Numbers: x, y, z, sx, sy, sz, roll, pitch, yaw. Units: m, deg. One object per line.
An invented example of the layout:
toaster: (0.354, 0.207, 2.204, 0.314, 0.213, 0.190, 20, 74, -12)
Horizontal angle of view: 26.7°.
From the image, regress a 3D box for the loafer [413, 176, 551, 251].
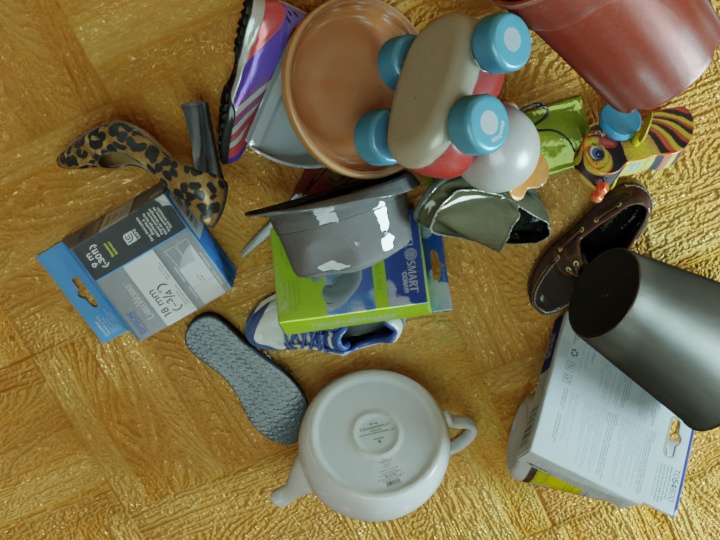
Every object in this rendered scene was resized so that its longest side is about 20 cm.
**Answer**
loafer: (0.145, -0.064, 1.701, 0.200, 0.070, 0.075, -1, 129, -41)

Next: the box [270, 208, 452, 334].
box: (0.000, 0.000, 1.764, 0.199, 0.122, 0.048, -8, 160, 5)

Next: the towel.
towel: (0.168, -0.135, 1.750, 0.199, 0.018, 0.086, -16, 115, 7)

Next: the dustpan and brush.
dustpan and brush: (-0.018, -0.164, 1.704, 0.200, 0.057, 0.140, 21, 95, -44)

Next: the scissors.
scissors: (-0.066, -0.081, 1.779, 0.073, 0.014, 0.200, 26, 111, -14)

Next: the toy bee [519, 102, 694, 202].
toy bee: (0.280, -0.125, 1.693, 0.199, 0.109, 0.131, -11, 155, 7)

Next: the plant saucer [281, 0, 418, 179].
plant saucer: (-0.005, -0.199, 1.656, 0.200, 0.037, 0.201, 1, 87, -34)

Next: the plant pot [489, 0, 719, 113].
plant pot: (0.268, -0.283, 1.593, 0.201, 0.201, 0.195, -37, 118, 16)

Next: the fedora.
fedora: (-0.021, -0.045, 1.686, 0.200, 0.177, 0.091, -18, 98, -27)

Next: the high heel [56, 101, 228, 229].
high heel: (-0.248, -0.098, 1.703, 0.199, 0.071, 0.143, -14, 80, 17)

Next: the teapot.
teapot: (0.018, 0.225, 1.856, 0.200, 0.198, 0.146, 24, 153, 10)

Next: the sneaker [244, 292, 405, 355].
sneaker: (-0.044, 0.063, 1.808, 0.199, 0.088, 0.075, -12, 117, 8)

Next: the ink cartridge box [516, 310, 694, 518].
ink cartridge box: (0.301, 0.175, 1.809, 0.200, 0.200, 0.041, 26, 150, -9)

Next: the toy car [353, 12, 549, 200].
toy car: (0.133, -0.159, 1.620, 0.200, 0.184, 0.177, 28, 71, -36)

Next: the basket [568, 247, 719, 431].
basket: (0.348, 0.064, 1.740, 0.200, 0.136, 0.181, 28, 71, -29)

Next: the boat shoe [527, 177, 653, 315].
boat shoe: (0.266, -0.021, 1.776, 0.070, 0.070, 0.200, 30, 113, -14)

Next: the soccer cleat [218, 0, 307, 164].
soccer cleat: (-0.114, -0.206, 1.694, 0.073, 0.068, 0.200, 10, 114, -13)

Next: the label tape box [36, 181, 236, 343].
label tape box: (-0.269, 0.003, 1.794, 0.200, 0.063, 0.144, -29, 111, 13)

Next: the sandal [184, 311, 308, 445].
sandal: (-0.133, 0.127, 1.870, 0.076, 0.043, 0.200, -37, 100, 9)

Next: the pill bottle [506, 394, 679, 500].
pill bottle: (0.289, 0.225, 1.870, 0.199, 0.109, 0.110, 13, 115, -6)
